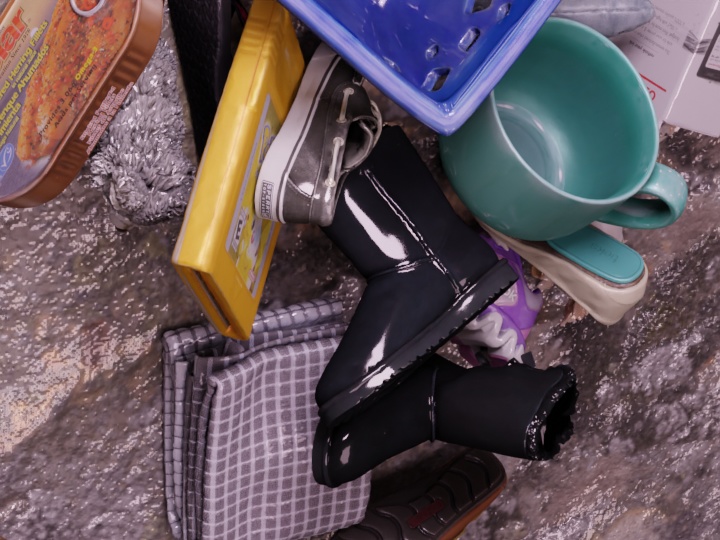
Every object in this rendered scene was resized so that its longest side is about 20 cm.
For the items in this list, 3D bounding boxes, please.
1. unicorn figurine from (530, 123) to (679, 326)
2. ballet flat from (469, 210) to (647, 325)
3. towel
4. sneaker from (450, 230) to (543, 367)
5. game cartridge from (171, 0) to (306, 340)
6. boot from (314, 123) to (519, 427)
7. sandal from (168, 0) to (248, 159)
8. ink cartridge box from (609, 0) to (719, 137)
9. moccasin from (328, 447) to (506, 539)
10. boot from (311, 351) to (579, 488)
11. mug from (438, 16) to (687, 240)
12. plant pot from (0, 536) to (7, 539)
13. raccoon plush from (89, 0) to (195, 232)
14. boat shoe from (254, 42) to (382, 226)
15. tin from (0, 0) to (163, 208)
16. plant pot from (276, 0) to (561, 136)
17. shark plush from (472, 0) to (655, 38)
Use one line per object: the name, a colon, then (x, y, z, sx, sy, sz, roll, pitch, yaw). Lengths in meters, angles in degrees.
unicorn figurine: (0.206, -0.062, 1.545, 0.137, 0.074, 0.201, -18, 133, -47)
ballet flat: (0.144, -0.027, 1.478, 0.069, 0.200, 0.070, -39, 155, -23)
towel: (-0.072, 0.133, 1.493, 0.164, 0.086, 0.201, -10, 120, -25)
sneaker: (0.085, -0.006, 1.514, 0.089, 0.080, 0.200, -52, 120, -20)
game cartridge: (-0.077, -0.068, 1.306, 0.176, 0.032, 0.201, 71, 35, -72)
boot: (0.000, 0.000, 1.387, 0.200, 0.168, 0.076, -39, 172, -19)
sandal: (-0.100, -0.156, 1.333, 0.045, 0.075, 0.201, -24, 132, -24)
ink cartridge box: (0.259, -0.189, 1.482, 0.066, 0.116, 0.201, 10, 111, -34)
moccasin: (0.041, 0.227, 1.607, 0.201, 0.074, 0.078, -37, 160, -31)
boot: (0.072, 0.119, 1.431, 0.198, 0.161, 0.074, -40, 135, -54)
mug: (0.144, -0.087, 1.403, 0.151, 0.114, 0.186, -28, 85, -34)
plant pot: (-0.331, 0.288, 1.389, 0.199, 0.200, 0.176, 6, 95, -31)
raccoon plush: (-0.158, -0.126, 1.271, 0.096, 0.134, 0.201, -12, 121, -22)
boat shoe: (-0.019, -0.100, 1.338, 0.063, 0.201, 0.071, 12, 135, 9)
tin: (-0.211, -0.136, 1.255, 0.201, 0.112, 0.042, -55, 154, 9)
plant pot: (0.025, -0.244, 1.268, 0.200, 0.180, 0.200, 37, 95, -27)
shark plush: (0.124, -0.211, 1.416, 0.199, 0.083, 0.092, 12, 94, -22)
